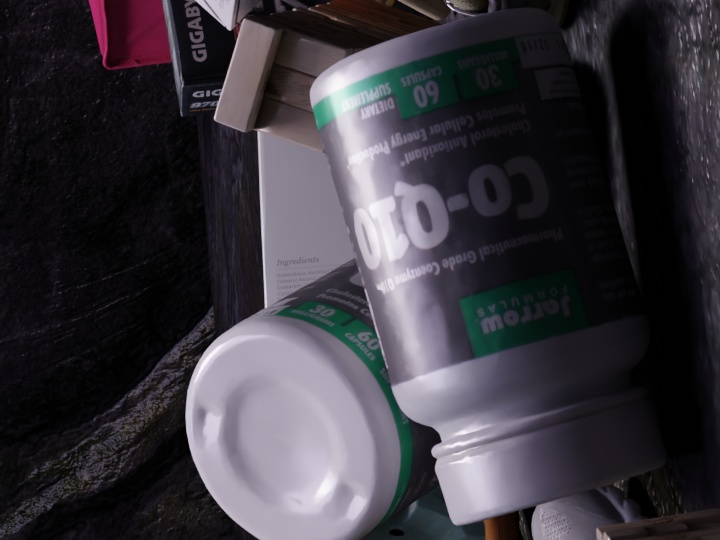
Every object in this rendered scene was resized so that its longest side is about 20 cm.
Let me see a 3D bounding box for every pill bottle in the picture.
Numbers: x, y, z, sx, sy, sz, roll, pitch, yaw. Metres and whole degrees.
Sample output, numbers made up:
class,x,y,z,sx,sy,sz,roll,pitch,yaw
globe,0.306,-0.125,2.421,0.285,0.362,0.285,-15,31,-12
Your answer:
class,x,y,z,sx,sy,sz,roll,pitch,yaw
pill bottle,0.016,0.047,1.353,0.200,0.113,0.113,-31,-60,-53
pill bottle,0.058,-0.001,1.224,0.113,0.113,0.200,132,121,-81

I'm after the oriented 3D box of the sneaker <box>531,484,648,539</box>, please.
class,x,y,z,sx,sy,sz,roll,pitch,yaw
sneaker,0.100,0.164,1.284,0.200,0.082,0.075,-108,12,-56

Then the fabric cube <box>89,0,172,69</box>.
class,x,y,z,sx,sy,sz,roll,pitch,yaw
fabric cube,-0.104,-0.283,1.990,0.200,0.200,0.196,-105,11,-47

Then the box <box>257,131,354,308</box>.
class,x,y,z,sx,sy,sz,roll,pitch,yaw
box,0.000,0.000,1.677,0.124,0.097,0.200,52,-145,-75

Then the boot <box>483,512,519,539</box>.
class,x,y,z,sx,sy,sz,roll,pitch,yaw
boot,0.065,0.093,1.563,0.188,0.068,0.200,-108,11,-55

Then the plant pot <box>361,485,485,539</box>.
class,x,y,z,sx,sy,sz,roll,pitch,yaw
plant pot,0.014,0.243,1.703,0.200,0.200,0.196,-109,21,-59

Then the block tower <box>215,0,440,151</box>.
class,x,y,z,sx,sy,sz,roll,pitch,yaw
block tower,-0.012,-0.102,1.469,0.200,0.058,0.054,-26,-46,-71

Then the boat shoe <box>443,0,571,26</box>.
class,x,y,z,sx,sy,sz,roll,pitch,yaw
boat shoe,0.064,-0.144,1.305,0.201,0.066,0.072,175,88,-83

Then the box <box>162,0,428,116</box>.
class,x,y,z,sx,sy,sz,roll,pitch,yaw
box,-0.048,-0.200,1.795,0.046,0.159,0.200,100,162,-65

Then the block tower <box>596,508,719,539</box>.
class,x,y,z,sx,sy,sz,roll,pitch,yaw
block tower,0.137,0.144,1.070,0.200,0.054,0.058,-123,27,-76

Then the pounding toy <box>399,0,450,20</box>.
class,x,y,z,sx,sy,sz,roll,pitch,yaw
pounding toy,-0.018,-0.206,1.553,0.200,0.184,0.142,-130,45,-77

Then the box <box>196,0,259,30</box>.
class,x,y,z,sx,sy,sz,roll,pitch,yaw
box,-0.015,-0.218,1.370,0.060,0.200,0.117,41,166,4
